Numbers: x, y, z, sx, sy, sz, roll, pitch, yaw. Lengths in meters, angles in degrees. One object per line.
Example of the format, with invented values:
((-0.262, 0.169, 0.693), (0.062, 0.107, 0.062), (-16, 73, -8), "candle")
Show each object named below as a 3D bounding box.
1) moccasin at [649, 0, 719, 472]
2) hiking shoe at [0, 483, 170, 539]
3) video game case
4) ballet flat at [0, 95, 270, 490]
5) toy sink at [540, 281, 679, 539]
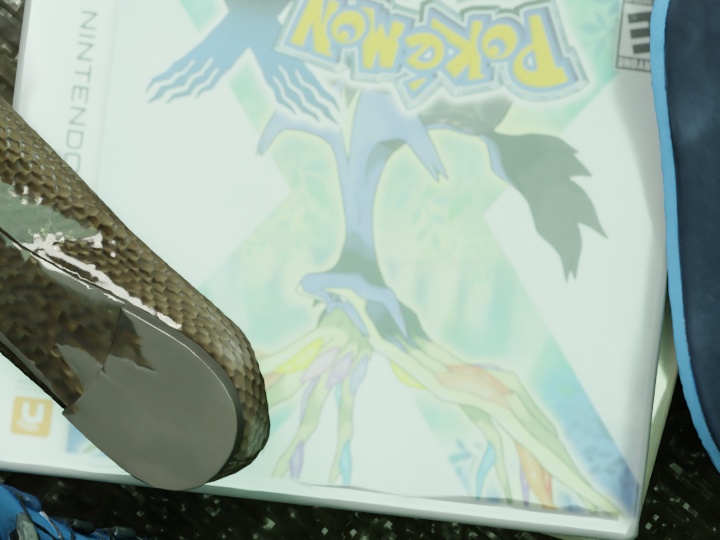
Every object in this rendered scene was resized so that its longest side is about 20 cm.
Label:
((0.131, -0.003, 0.811), (0.081, 0.068, 0.201), (-49, 136, -37), "moccasin")
((-0.082, 0.096, 0.820), (0.086, 0.200, 0.075), (-17, 64, 6), "hiking shoe")
((-0.006, -0.022, 0.815), (0.199, 0.022, 0.184), (7, 88, -5), "video game case")
((-0.101, -0.015, 0.779), (0.200, 0.046, 0.068), (41, 115, 10), "ballet flat")
((0.000, 0.000, 0.883), (0.199, 0.112, 0.131), (15, 87, -5), "toy sink")
